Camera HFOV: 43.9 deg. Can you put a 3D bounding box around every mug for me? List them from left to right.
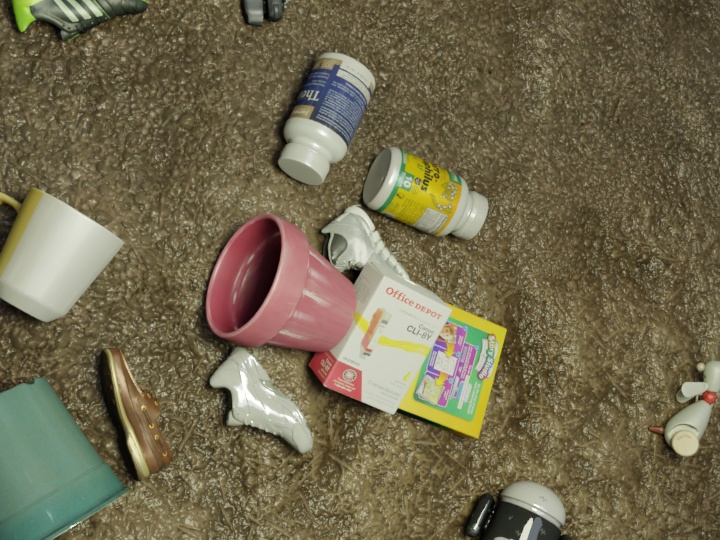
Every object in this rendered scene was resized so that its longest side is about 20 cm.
[{"bbox_3d":[-0.452,-0.018,1.273,0.149,0.186,0.154,40,75,-49],"label":"mug"}]

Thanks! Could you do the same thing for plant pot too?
[{"bbox_3d":[-0.445,0.263,1.197,0.200,0.200,0.197,-30,88,-24],"label":"plant pot"},{"bbox_3d":[-0.111,0.038,1.379,0.178,0.199,0.201,27,72,-34],"label":"plant pot"}]

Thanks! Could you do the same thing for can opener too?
[{"bbox_3d":[-0.157,-0.508,1.492,0.078,0.063,0.201,0,83,-23],"label":"can opener"}]

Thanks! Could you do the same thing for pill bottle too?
[{"bbox_3d":[-0.060,-0.248,1.473,0.111,0.111,0.201,29,72,-18],"label":"pill bottle"},{"bbox_3d":[0.114,-0.125,1.535,0.199,0.113,0.113,22,75,-20],"label":"pill bottle"}]

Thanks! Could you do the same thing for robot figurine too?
[{"bbox_3d":[0.270,0.459,1.521,0.150,0.124,0.201,43,66,-39],"label":"robot figurine"}]

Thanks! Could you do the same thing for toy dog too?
[{"bbox_3d":[0.626,0.265,1.725,0.096,0.132,0.201,22,65,20],"label":"toy dog"}]

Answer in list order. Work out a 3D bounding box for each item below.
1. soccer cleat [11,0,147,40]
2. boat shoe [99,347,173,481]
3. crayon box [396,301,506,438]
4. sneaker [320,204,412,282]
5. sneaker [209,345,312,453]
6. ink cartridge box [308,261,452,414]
[{"bbox_3d":[-0.425,-0.392,1.363,0.199,0.067,0.082,-5,103,-24],"label":"soccer cleat"},{"bbox_3d":[-0.331,0.205,1.317,0.067,0.072,0.201,-19,97,-30],"label":"boat shoe"},{"bbox_3d":[0.146,0.166,1.539,0.172,0.058,0.201,24,74,-21],"label":"crayon box"},{"bbox_3d":[0.000,0.000,1.496,0.115,0.075,0.201,-33,87,-19],"label":"sneaker"},{"bbox_3d":[-0.159,0.220,1.394,0.099,0.078,0.200,-42,91,-16],"label":"sneaker"},{"bbox_3d":[0.032,0.108,1.434,0.145,0.083,0.201,26,97,-26],"label":"ink cartridge box"}]
